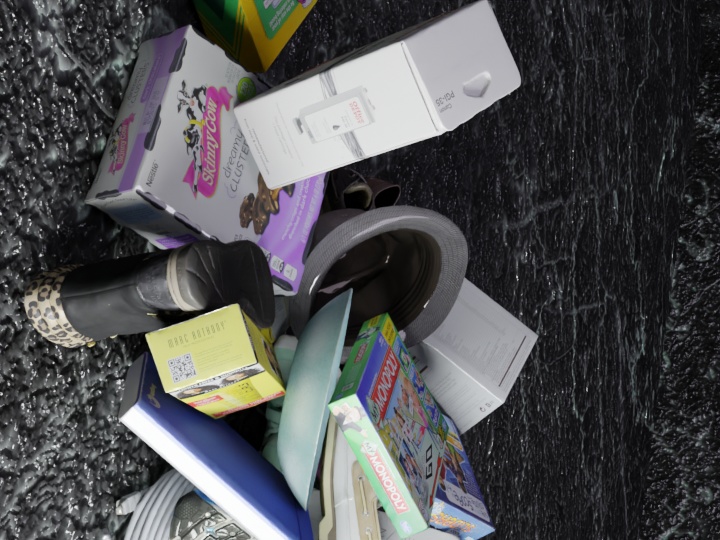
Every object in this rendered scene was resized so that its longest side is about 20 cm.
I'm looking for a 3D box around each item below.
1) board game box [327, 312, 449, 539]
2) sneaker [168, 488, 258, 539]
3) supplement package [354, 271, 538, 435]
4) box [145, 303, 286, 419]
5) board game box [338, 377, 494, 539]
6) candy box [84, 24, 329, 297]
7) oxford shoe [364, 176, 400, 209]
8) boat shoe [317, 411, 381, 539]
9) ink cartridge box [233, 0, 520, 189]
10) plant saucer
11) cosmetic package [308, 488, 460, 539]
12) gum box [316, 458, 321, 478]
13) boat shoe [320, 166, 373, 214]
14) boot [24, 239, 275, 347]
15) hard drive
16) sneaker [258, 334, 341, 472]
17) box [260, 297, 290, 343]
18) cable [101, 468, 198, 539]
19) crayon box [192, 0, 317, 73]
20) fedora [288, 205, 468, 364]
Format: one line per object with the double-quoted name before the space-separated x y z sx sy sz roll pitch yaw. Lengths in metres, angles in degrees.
"board game box" 0.030 0.132 1.046 0.135 0.029 0.200 63 16 -12
"sneaker" -0.105 0.245 1.034 0.200 0.078 0.090 53 13 -42
"supplement package" 0.074 0.070 1.296 0.200 0.110 0.114 39 49 -3
"box" -0.109 0.077 0.935 0.200 0.075 0.050 81 -10 -78
"board game box" 0.059 0.186 1.170 0.200 0.034 0.135 39 25 -51
"candy box" -0.126 -0.091 1.044 0.200 0.072 0.168 34 60 -40
"oxford shoe" -0.012 -0.040 1.339 0.071 0.073 0.200 67 35 -42
"boat shoe" -0.006 0.218 1.140 0.075 0.068 0.200 100 -8 -67
"ink cartridge box" 0.015 -0.151 1.006 0.147 0.200 0.083 -37 107 -46
"plant saucer" -0.045 0.110 1.038 0.201 0.039 0.201 11 90 -88
"cosmetic package" 0.000 0.356 1.211 0.166 0.167 0.200 78 30 -70
"gum box" 0.021 0.150 1.362 0.066 0.114 0.200 33 48 -8
"boat shoe" -0.016 -0.078 1.284 0.073 0.065 0.200 31 43 -53
"boot" -0.161 0.022 0.948 0.200 0.150 0.073 8 72 -75
"hard drive" -0.120 0.161 0.998 0.200 0.025 0.132 45 5 -15
"sneaker" -0.071 0.163 1.198 0.200 0.074 0.118 88 23 -47
"box" -0.100 -0.040 1.190 0.117 0.048 0.200 -46 134 -53
"cable" -0.148 0.275 1.084 0.200 0.069 0.200 -35 123 -59
"crayon box" -0.103 -0.320 1.151 0.200 0.058 0.173 -62 145 -42
"fedora" 0.000 0.000 1.159 0.200 0.090 0.177 -11 126 -34
